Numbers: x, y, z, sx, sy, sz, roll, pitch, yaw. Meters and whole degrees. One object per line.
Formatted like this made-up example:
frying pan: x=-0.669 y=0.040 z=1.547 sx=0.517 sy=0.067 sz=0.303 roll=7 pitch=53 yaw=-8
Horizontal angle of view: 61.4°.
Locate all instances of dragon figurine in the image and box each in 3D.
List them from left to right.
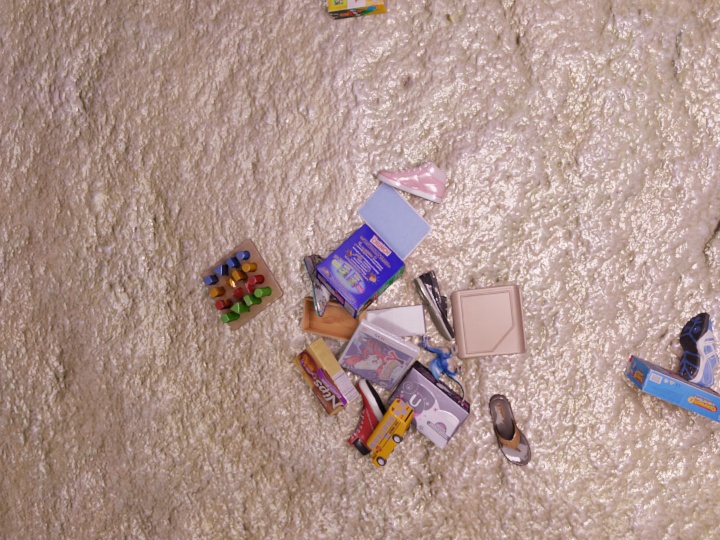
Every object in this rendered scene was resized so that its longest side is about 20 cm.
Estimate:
dragon figurine: x=0.232 y=0.268 z=1.694 sx=0.098 sy=0.058 sz=0.205 roll=-21 pitch=86 yaw=30

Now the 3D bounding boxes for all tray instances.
tray: x=-0.078 y=0.141 z=1.748 sx=0.195 sy=0.037 sz=0.102 roll=9 pitch=98 yaw=29

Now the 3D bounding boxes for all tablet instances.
tablet: x=0.097 y=-0.144 z=1.741 sx=0.130 sy=0.014 sz=0.200 roll=-45 pitch=82 yaw=10

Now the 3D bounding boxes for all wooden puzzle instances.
wooden puzzle: x=0.356 y=0.142 z=1.685 sx=0.194 sy=0.037 sz=0.191 roll=-6 pitch=91 yaw=17

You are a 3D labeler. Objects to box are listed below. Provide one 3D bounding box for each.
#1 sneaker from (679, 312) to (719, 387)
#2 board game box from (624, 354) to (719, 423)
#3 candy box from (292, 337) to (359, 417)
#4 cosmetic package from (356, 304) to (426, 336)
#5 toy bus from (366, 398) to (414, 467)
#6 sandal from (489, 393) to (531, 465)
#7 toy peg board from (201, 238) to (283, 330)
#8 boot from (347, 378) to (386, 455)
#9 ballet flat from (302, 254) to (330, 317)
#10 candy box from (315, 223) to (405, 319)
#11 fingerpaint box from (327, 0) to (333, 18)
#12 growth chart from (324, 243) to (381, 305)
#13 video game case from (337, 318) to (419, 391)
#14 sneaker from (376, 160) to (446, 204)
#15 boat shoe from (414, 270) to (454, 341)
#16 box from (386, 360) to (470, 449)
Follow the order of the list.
sneaker: x=0.858 y=0.200 z=1.530 sx=0.076 sy=0.076 sz=0.203 roll=29 pitch=64 yaw=-9
board game box: x=0.782 y=0.291 z=1.511 sx=0.196 sy=0.196 sz=0.057 roll=22 pitch=97 yaw=11
candy box: x=-0.101 y=0.309 z=1.752 sx=0.202 sy=0.056 sz=0.116 roll=56 pitch=135 yaw=7
cosmetic package: x=0.088 y=0.148 z=1.732 sx=0.194 sy=0.051 sz=0.085 roll=-6 pitch=88 yaw=13
toy bus: x=0.077 y=0.447 z=1.653 sx=0.077 sy=0.065 sz=0.202 roll=35 pitch=126 yaw=10
sandal: x=0.409 y=0.442 z=1.669 sx=0.080 sy=0.055 sz=0.205 roll=-18 pitch=88 yaw=12
toy peg board: x=-0.367 y=0.045 z=1.805 sx=0.198 sy=0.098 sz=0.202 roll=-34 pitch=85 yaw=11
boot: x=0.005 y=0.427 z=1.752 sx=0.142 sy=0.072 sz=0.204 roll=-26 pitch=90 yaw=13
ballet flat: x=-0.115 y=0.035 z=1.734 sx=0.071 sy=0.072 sz=0.204 roll=-25 pitch=57 yaw=12
candy box: x=0.000 y=0.000 z=1.687 sx=0.199 sy=0.077 sz=0.169 roll=-41 pitch=76 yaw=-18
fingerpaint box: x=-0.010 y=-0.831 z=1.712 sx=0.162 sy=0.073 sz=0.206 roll=-3 pitch=92 yaw=13
growth chart: x=-0.019 y=0.005 z=1.768 sx=0.195 sy=0.018 sz=0.149 roll=14 pitch=94 yaw=12
video game case: x=0.046 y=0.239 z=1.685 sx=0.179 sy=0.023 sz=0.202 roll=27 pitch=133 yaw=-3
sneaker: x=0.149 y=-0.266 z=1.691 sx=0.195 sy=0.075 sz=0.107 roll=19 pitch=98 yaw=1
boat shoe: x=0.220 y=0.100 z=1.695 sx=0.066 sy=0.072 sz=0.204 roll=-26 pitch=92 yaw=-14
box: x=0.190 y=0.371 z=1.685 sx=0.199 sy=0.115 sz=0.133 roll=38 pitch=99 yaw=9
